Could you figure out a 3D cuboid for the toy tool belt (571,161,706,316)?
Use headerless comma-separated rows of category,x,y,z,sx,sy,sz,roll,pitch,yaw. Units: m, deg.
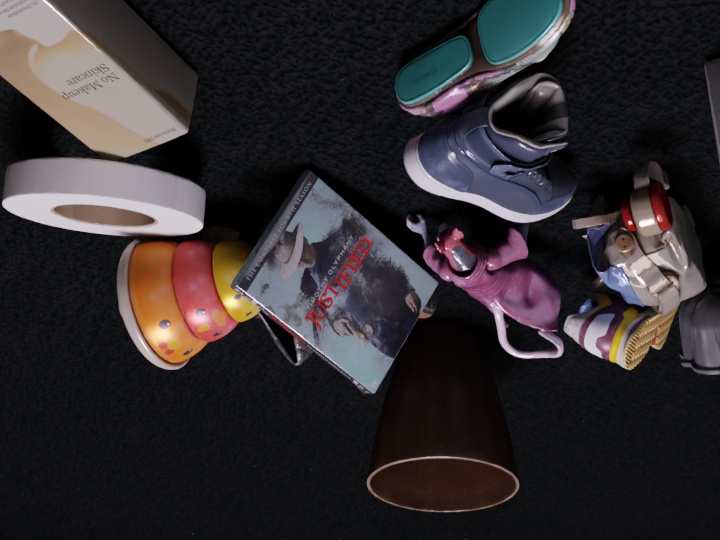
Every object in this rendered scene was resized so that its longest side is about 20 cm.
toy tool belt,0.271,-0.021,1.058,0.121,0.127,0.199,-15,155,25

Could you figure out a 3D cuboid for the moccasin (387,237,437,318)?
moccasin,0.000,0.001,1.164,0.199,0.075,0.078,22,146,-26

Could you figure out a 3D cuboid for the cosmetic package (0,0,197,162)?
cosmetic package,-0.240,-0.186,0.888,0.104,0.072,0.200,-16,143,28

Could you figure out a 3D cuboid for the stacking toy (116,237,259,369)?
stacking toy,-0.147,0.012,1.113,0.197,0.148,0.146,-17,144,17

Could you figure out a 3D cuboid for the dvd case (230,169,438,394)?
dvd case,-0.022,0.015,1.089,0.199,0.147,0.022,40,163,-23

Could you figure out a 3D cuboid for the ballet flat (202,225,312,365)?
ballet flat,-0.111,0.026,1.198,0.066,0.057,0.200,-19,122,37

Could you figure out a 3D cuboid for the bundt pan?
bundt pan,0.430,0.038,1.112,0.199,0.202,0.077,-15,101,26

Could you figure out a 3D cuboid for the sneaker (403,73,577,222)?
sneaker,0.160,-0.107,0.944,0.200,0.078,0.146,6,158,-36

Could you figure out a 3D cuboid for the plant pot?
plant pot,0.104,0.175,1.311,0.184,0.203,0.188,2,149,1

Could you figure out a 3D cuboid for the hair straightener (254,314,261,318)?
hair straightener,-0.074,0.028,1.260,0.196,0.041,0.078,8,128,2

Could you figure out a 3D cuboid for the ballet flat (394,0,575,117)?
ballet flat,0.114,-0.185,0.881,0.070,0.070,0.199,6,157,-41

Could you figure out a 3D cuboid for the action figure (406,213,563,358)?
action figure,0.126,0.008,1.110,0.132,0.151,0.199,-11,160,31

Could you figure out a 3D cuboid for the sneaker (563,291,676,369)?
sneaker,0.301,0.050,1.188,0.089,0.076,0.199,24,-161,26

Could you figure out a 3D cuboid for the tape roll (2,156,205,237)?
tape roll,-0.253,-0.070,1.038,0.199,0.038,0.203,3,172,0

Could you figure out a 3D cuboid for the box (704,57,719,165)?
box,0.410,-0.091,0.870,0.196,0.203,0.131,-14,147,25
